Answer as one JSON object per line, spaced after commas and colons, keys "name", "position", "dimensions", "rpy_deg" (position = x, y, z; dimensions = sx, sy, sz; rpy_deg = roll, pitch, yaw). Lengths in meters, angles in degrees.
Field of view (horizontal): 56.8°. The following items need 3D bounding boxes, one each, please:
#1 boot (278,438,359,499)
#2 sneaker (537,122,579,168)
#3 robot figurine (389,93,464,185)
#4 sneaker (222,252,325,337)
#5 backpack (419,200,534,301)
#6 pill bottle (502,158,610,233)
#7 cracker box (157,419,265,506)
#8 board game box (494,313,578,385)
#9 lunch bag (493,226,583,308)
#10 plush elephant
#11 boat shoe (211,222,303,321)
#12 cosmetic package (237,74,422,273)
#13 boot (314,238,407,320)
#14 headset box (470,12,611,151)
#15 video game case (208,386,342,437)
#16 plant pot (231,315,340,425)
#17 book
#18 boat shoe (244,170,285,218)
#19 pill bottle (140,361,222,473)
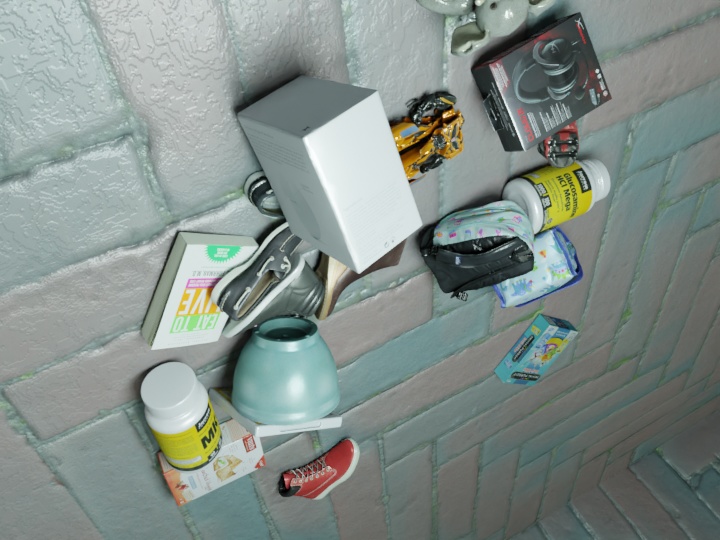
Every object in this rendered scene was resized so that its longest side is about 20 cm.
{"name": "boot", "position": [-0.103, 0.470, 1.573], "dimensions": [0.143, 0.073, 0.201], "rpy_deg": [22, 117, -44]}
{"name": "sneaker", "position": [0.353, -0.291, 1.191], "dimensions": [0.069, 0.098, 0.205], "rpy_deg": [-1, 106, -11]}
{"name": "robot figurine", "position": [0.091, -0.201, 1.090], "dimensions": [0.198, 0.058, 0.146], "rpy_deg": [-29, 140, -10]}
{"name": "sneaker", "position": [-0.143, 0.067, 1.139], "dimensions": [0.199, 0.071, 0.099], "rpy_deg": [-40, 124, 13]}
{"name": "backpack", "position": [0.226, -0.044, 1.248], "dimensions": [0.197, 0.129, 0.167], "rpy_deg": [-15, 140, 25]}
{"name": "pill bottle", "position": [0.389, -0.152, 1.312], "dimensions": [0.197, 0.113, 0.114], "rpy_deg": [-22, 138, -18]}
{"name": "cracker box", "position": [-0.299, 0.385, 1.357], "dimensions": [0.197, 0.058, 0.136], "rpy_deg": [-23, 138, -18]}
{"name": "board game box", "position": [0.467, 0.215, 1.764], "dimensions": [0.149, 0.047, 0.202], "rpy_deg": [13, 119, -42]}
{"name": "lunch bag", "position": [0.365, -0.006, 1.392], "dimensions": [0.168, 0.129, 0.199], "rpy_deg": [-26, 176, 21]}
{"name": "plush elephant", "position": [0.166, -0.383, 0.898], "dimensions": [0.164, 0.155, 0.201], "rpy_deg": [-37, 140, 0]}
{"name": "boat shoe", "position": [-0.148, -0.002, 1.066], "dimensions": [0.200, 0.060, 0.074], "rpy_deg": [-43, 158, -21]}
{"name": "cosmetic package", "position": [-0.042, -0.138, 0.898], "dimensions": [0.122, 0.198, 0.202], "rpy_deg": [-36, 126, -17]}
{"name": "boot", "position": [0.000, 0.000, 1.201], "dimensions": [0.164, 0.073, 0.203], "rpy_deg": [-5, 127, -30]}
{"name": "headset box", "position": [0.285, -0.297, 1.080], "dimensions": [0.198, 0.077, 0.151], "rpy_deg": [-30, 105, -9]}
{"name": "video game case", "position": [-0.161, 0.255, 1.237], "dimensions": [0.179, 0.199, 0.023], "rpy_deg": [3, 99, -37]}
{"name": "plant pot", "position": [-0.133, 0.164, 1.187], "dimensions": [0.197, 0.199, 0.137], "rpy_deg": [-9, 110, -29]}
{"name": "book", "position": [-0.258, 0.032, 1.072], "dimensions": [0.132, 0.048, 0.202], "rpy_deg": [0, 127, -43]}
{"name": "boat shoe", "position": [-0.084, -0.111, 1.046], "dimensions": [0.197, 0.061, 0.077], "rpy_deg": [-6, 131, -32]}
{"name": "pill bottle", "position": [-0.317, 0.262, 1.184], "dimensions": [0.113, 0.115, 0.202], "rpy_deg": [-22, 138, -17]}
